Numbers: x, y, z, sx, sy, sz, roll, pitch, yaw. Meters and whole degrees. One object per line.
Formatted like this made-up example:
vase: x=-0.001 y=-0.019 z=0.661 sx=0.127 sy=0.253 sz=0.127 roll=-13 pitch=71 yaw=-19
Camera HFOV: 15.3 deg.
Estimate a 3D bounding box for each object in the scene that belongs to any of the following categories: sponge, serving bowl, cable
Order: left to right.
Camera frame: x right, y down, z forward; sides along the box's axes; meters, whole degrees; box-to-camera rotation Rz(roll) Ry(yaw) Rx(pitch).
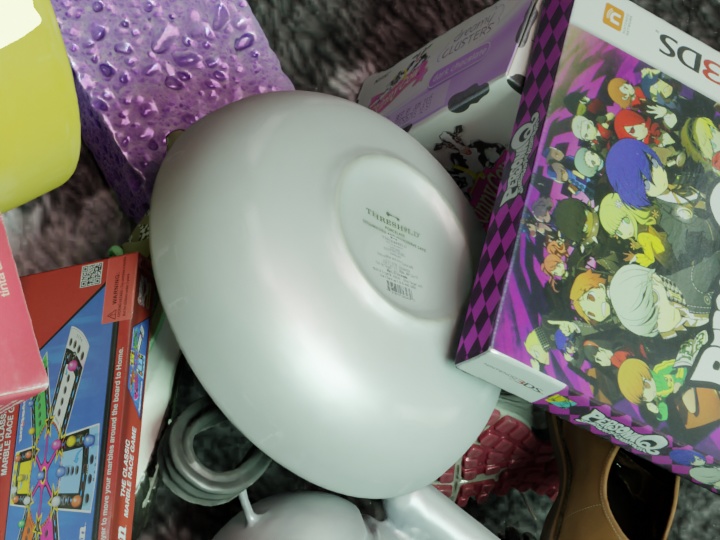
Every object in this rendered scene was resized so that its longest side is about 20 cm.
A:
sponge: x=-0.087 y=-0.083 z=1.331 sx=0.111 sy=0.030 sz=0.201 roll=-32 pitch=95 yaw=-35
cable: x=-0.032 y=0.050 z=1.267 sx=0.097 sy=0.050 sz=0.201 roll=41 pitch=49 yaw=-14
serving bowl: x=0.000 y=0.000 z=1.229 sx=0.199 sy=0.066 sz=0.201 roll=26 pitch=49 yaw=-33

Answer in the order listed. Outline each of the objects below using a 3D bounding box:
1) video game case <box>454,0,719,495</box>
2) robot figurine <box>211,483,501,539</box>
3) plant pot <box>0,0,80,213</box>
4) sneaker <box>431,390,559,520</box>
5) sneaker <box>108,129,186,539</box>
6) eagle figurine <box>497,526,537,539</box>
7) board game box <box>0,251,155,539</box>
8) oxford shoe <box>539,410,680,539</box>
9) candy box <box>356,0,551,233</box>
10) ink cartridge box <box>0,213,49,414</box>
video game case: x=0.145 y=-0.012 z=1.254 sx=0.180 sy=0.036 sz=0.201 roll=27 pitch=64 yaw=-22
robot figurine: x=-0.003 y=0.179 z=1.259 sx=0.200 sy=0.113 sz=0.170 roll=37 pitch=88 yaw=-20
plant pot: x=-0.246 y=-0.089 z=1.140 sx=0.188 sy=0.201 sz=0.202 roll=-27 pitch=92 yaw=-20
sneaker: x=0.066 y=0.074 z=1.368 sx=0.199 sy=0.081 sz=0.075 roll=8 pitch=44 yaw=-32
sneaker: x=-0.120 y=0.024 z=1.246 sx=0.088 sy=0.077 sz=0.201 roll=13 pitch=73 yaw=1
eagle figurine: x=0.138 y=0.227 z=1.333 sx=0.150 sy=0.152 sz=0.202 roll=4 pitch=78 yaw=-12
board game box: x=-0.145 y=0.093 z=1.185 sx=0.019 sy=0.102 sz=0.201 roll=40 pitch=45 yaw=-50
oxford shoe: x=0.131 y=0.080 z=1.295 sx=0.071 sy=0.071 sz=0.201 roll=23 pitch=43 yaw=-16
candy box: x=0.110 y=-0.045 z=1.366 sx=0.199 sy=0.167 sz=0.072 roll=34 pitch=59 yaw=-20
ink cartridge box: x=-0.253 y=0.045 z=1.111 sx=0.199 sy=0.145 sz=0.084 roll=-11 pitch=82 yaw=-35
